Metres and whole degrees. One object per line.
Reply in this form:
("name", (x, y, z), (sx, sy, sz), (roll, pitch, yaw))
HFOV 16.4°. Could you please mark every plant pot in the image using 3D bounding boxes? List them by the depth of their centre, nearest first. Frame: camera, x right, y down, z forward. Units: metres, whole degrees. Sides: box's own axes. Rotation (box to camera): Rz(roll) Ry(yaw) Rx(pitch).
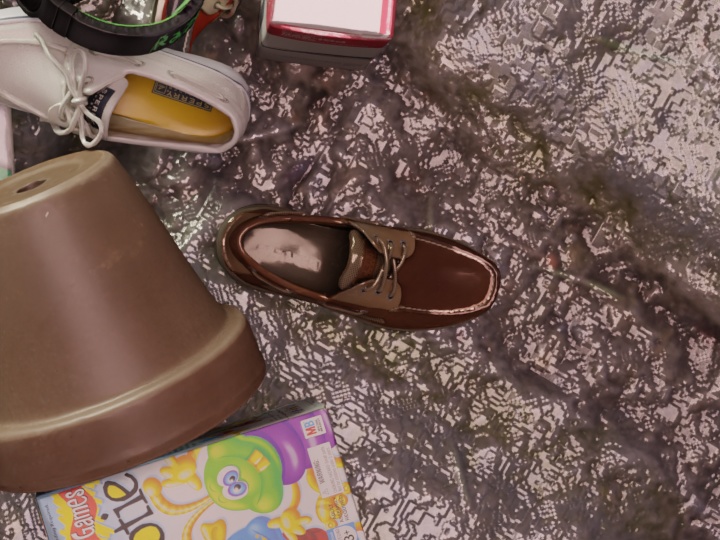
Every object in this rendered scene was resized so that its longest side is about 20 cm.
("plant pot", (-0.182, 0.022, 1.607), (0.200, 0.200, 0.175), (-23, 104, -7))

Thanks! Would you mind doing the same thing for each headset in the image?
("headset", (-0.186, -0.226, 1.612), (0.200, 0.094, 0.124), (35, 54, 4))

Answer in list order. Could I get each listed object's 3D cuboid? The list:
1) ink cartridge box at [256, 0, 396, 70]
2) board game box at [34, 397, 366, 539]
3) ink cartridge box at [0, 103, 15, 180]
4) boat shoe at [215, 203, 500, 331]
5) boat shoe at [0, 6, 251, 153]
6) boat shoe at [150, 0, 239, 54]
("ink cartridge box", (-0.020, -0.216, 1.643), (0.084, 0.200, 0.146), (5, 88, -3))
("board game box", (-0.108, 0.166, 1.676), (0.199, 0.105, 0.103), (-17, 92, -6))
("ink cartridge box", (-0.332, -0.053, 1.680), (0.199, 0.050, 0.162), (-4, 90, -9))
("boat shoe", (0.000, 0.000, 1.707), (0.199, 0.072, 0.076), (7, 89, -7))
("boat shoe", (-0.172, -0.113, 1.631), (0.201, 0.086, 0.075), (16, 114, -7))
("boat shoe", (-0.105, -0.209, 1.701), (0.062, 0.071, 0.201), (12, 84, -10))
